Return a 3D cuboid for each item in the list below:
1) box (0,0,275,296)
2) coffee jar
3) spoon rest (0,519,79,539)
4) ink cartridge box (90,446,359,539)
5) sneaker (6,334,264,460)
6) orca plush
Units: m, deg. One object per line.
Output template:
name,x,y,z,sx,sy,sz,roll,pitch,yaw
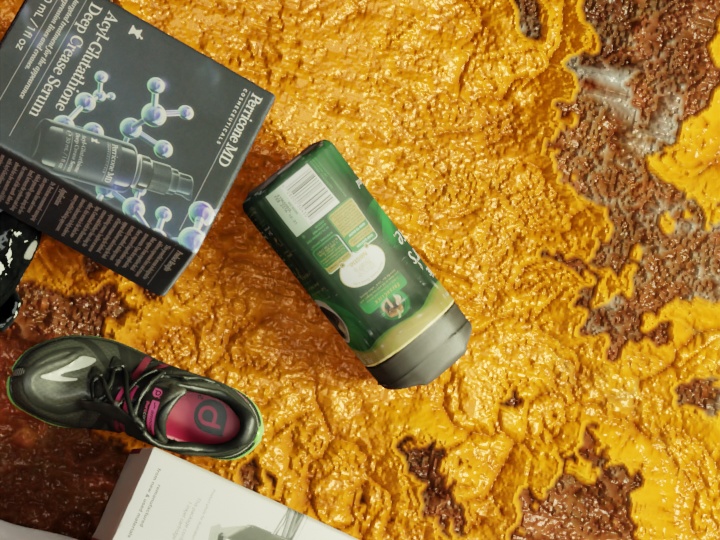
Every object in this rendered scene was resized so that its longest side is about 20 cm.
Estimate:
box,-0.190,-0.101,1.514,0.199,0.107,0.149,29,65,-9
coffee jar,0.000,0.000,1.564,0.085,0.104,0.200,-38,95,-8
spoon rest,-0.256,0.224,1.531,0.200,0.061,0.099,44,81,-19
ink cartridge box,-0.089,0.208,1.512,0.199,0.147,0.083,25,80,-9
sneaker,-0.166,0.094,1.535,0.199,0.084,0.077,12,84,-10
orca plush,-0.320,0.012,1.516,0.199,0.071,0.106,-26,92,-12
